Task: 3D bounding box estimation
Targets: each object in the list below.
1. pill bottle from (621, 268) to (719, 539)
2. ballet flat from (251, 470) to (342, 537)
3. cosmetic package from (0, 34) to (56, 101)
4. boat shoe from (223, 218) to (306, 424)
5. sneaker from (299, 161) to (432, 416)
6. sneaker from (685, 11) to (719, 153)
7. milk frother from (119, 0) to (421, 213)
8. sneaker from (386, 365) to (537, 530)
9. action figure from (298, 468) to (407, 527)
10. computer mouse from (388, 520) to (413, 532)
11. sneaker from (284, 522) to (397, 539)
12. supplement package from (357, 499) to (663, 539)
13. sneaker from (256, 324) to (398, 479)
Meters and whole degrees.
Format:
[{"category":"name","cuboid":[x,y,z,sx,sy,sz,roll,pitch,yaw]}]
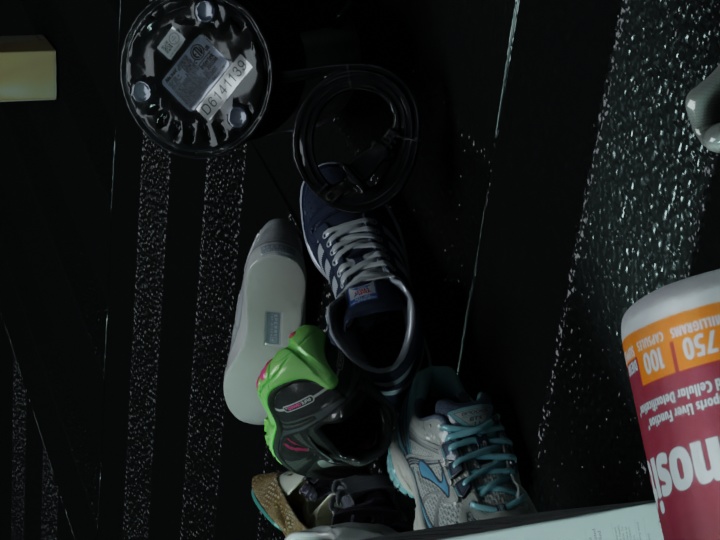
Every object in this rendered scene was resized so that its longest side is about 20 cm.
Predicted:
[{"category":"pill bottle","cuboid":[0.186,0.103,0.838,0.113,0.112,0.202,136,126,-66]},{"category":"ballet flat","cuboid":[-0.035,0.206,1.593,0.066,0.070,0.200,-61,32,11]},{"category":"cosmetic package","cuboid":[-0.520,-0.275,2.612,0.105,0.198,0.072,-138,47,-61]},{"category":"boat shoe","cuboid":[-0.081,0.044,1.660,0.069,0.071,0.201,-85,-2,-51]},{"category":"sneaker","cuboid":[0.000,0.000,1.352,0.109,0.069,0.202,59,-169,-70]},{"category":"sneaker","cuboid":[0.199,-0.116,0.796,0.201,0.080,0.076,109,151,-46]},{"category":"milk frother","cuboid":[-0.039,-0.127,1.382,0.201,0.180,0.188,61,-158,1]},{"category":"sneaker","cuboid":[0.066,0.129,1.243,0.200,0.077,0.087,-131,43,-58]},{"category":"action figure","cuboid":[-0.013,0.140,1.484,0.201,0.069,0.131,-114,18,-52]},{"category":"computer mouse","cuboid":[0.061,0.266,1.315,0.200,0.046,0.142,29,104,57]},{"category":"sneaker","cuboid":[0.019,0.208,1.275,0.199,0.088,0.076,4,79,57]},{"category":"supplement package","cuboid":[0.061,0.215,1.041,0.150,0.198,0.154,-16,80,52]},{"category":"sneaker","cuboid":[-0.018,0.108,1.294,0.084,0.077,0.200,40,170,20]}]
